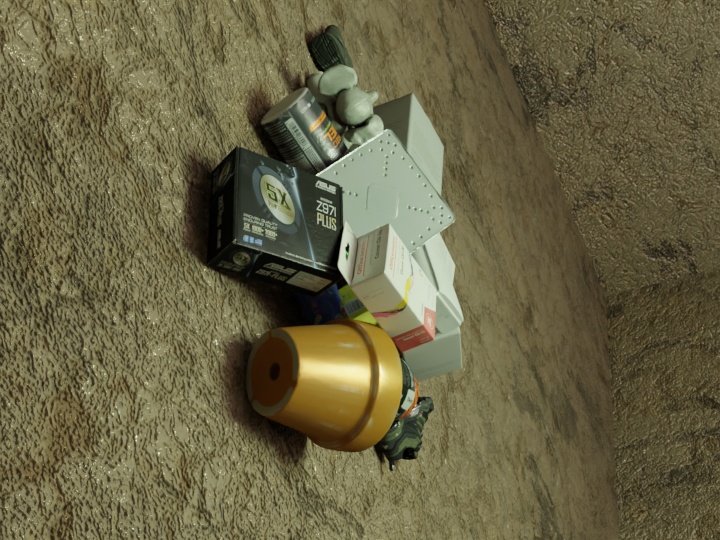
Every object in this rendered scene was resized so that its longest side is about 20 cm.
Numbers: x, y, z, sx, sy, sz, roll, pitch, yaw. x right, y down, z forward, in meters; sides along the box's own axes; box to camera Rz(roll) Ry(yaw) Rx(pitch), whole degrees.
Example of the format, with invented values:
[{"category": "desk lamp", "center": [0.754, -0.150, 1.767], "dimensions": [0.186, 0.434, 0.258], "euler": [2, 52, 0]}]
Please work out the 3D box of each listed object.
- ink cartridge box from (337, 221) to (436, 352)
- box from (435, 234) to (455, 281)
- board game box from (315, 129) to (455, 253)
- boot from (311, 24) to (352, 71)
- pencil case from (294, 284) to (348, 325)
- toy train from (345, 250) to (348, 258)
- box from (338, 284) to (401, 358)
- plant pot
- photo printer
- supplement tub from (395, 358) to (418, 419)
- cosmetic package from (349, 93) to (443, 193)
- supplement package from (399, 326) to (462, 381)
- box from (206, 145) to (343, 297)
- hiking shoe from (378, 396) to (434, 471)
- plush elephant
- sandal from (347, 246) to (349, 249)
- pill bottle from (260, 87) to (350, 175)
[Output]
[{"category": "ink cartridge box", "center": [0.045, 0.015, 1.379], "dimensions": [0.201, 0.066, 0.118], "euler": [51, 29, -32]}, {"category": "box", "center": [0.084, -0.034, 1.777], "dimensions": [0.202, 0.149, 0.107], "euler": [59, 27, -28]}, {"category": "board game box", "center": [0.034, -0.114, 1.503], "dimensions": [0.198, 0.026, 0.202], "euler": [-35, 85, -25]}, {"category": "boot", "center": [-0.034, -0.414, 1.851], "dimensions": [0.131, 0.066, 0.204], "euler": [-58, 130, -65]}, {"category": "pencil case", "center": [-0.084, 0.019, 1.479], "dimensions": [0.087, 0.077, 0.204], "euler": [-42, 114, -62]}, {"category": "toy train", "center": [-0.049, -0.037, 1.534], "dimensions": [0.057, 0.041, 0.200], "euler": [59, -3, -16]}, {"category": "box", "center": [0.017, 0.101, 1.609], "dimensions": [0.076, 0.049, 0.201], "euler": [63, 1, 34]}, {"category": "plant pot", "center": [-0.067, 0.164, 1.325], "dimensions": [0.181, 0.198, 0.205], "euler": [17, 60, -44]}, {"category": "photo printer", "center": [0.114, -0.006, 1.587], "dimensions": [0.166, 0.068, 0.203], "euler": [47, 23, -57]}, {"category": "supplement tub", "center": [0.020, 0.196, 1.547], "dimensions": [0.199, 0.120, 0.125], "euler": [34, 47, -54]}, {"category": "cosmetic package", "center": [0.068, -0.223, 1.834], "dimensions": [0.166, 0.162, 0.203], "euler": [52, 33, -40]}, {"category": "supplement package", "center": [0.128, 0.121, 1.728], "dimensions": [0.201, 0.118, 0.122], "euler": [75, 0, -64]}, {"category": "box", "center": [-0.126, -0.071, 1.343], "dimensions": [0.197, 0.086, 0.167], "euler": [18, 57, -32]}, {"category": "hiking shoe", "center": [0.087, 0.311, 1.704], "dimensions": [0.199, 0.074, 0.103], "euler": [-23, 106, -56]}, {"category": "plush elephant", "center": [-0.032, -0.306, 1.677], "dimensions": [0.168, 0.152, 0.200], "euler": [67, 25, -15]}, {"category": "sandal", "center": [0.000, 0.000, 1.643], "dimensions": [0.085, 0.079, 0.205], "euler": [-7, 113, -25]}, {"category": "pill bottle", "center": [-0.080, -0.210, 1.551], "dimensions": [0.202, 0.105, 0.107], "euler": [54, 31, -21]}]
